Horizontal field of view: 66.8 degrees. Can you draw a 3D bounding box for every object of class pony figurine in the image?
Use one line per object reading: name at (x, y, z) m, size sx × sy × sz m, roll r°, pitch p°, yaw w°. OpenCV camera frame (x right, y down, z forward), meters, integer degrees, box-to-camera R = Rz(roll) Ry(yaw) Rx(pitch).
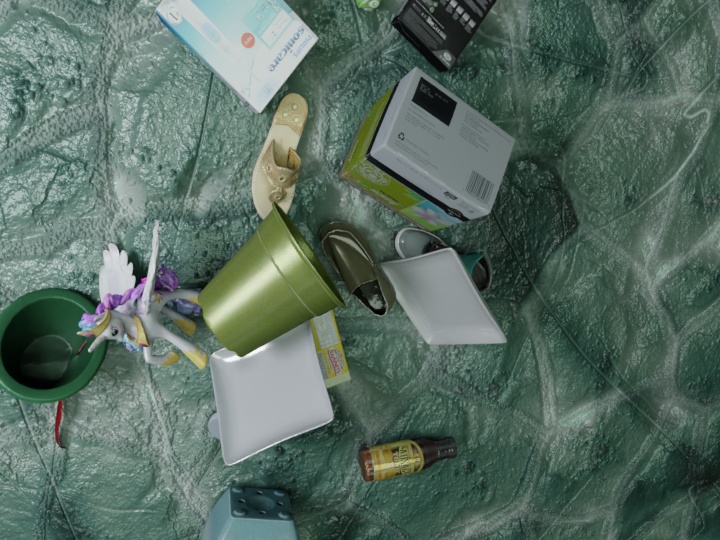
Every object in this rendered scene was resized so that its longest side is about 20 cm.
pony figurine at (-0.327, 0.050, 0.848) m, size 0.163 × 0.199 × 0.198 m, roll -21°, pitch 148°, yaw 34°

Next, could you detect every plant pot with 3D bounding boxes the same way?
plant pot at (-0.195, 0.512, 0.978) m, size 0.189 × 0.196 × 0.207 m, roll 11°, pitch 92°, yaw -16°
plant pot at (-0.151, 0.032, 0.873) m, size 0.188 × 0.200 × 0.202 m, roll -36°, pitch 109°, yaw 1°

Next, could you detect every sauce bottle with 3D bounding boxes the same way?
sauce bottle at (0.095, 0.366, 1.079) m, size 0.193 × 0.066 × 0.068 m, roll -9°, pitch 105°, yaw -13°

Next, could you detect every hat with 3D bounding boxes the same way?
hat at (-0.514, 0.154, 0.899) m, size 0.162 × 0.176 × 0.205 m, roll 27°, pitch 58°, yaw -16°

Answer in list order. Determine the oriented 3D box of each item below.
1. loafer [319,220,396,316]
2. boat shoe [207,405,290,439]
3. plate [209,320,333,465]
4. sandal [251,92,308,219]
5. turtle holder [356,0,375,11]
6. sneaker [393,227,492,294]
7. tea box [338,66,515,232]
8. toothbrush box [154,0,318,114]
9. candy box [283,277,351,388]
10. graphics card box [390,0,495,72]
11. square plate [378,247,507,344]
loafer at (0.000, 0.000, 0.957) m, size 0.074 × 0.070 × 0.201 m, roll -34°, pitch 110°, yaw 17°
boat shoe at (-0.176, 0.244, 0.977) m, size 0.196 × 0.087 × 0.076 m, roll -18°, pitch 116°, yaw 17°
plate at (-0.151, 0.197, 0.919) m, size 0.195 × 0.204 × 0.033 m, roll -23°, pitch 148°, yaw 4°
sandal at (-0.129, -0.180, 0.891) m, size 0.075 × 0.070 × 0.219 m, roll 12°, pitch 100°, yaw -16°
turtle holder at (0.057, -0.501, 0.830) m, size 0.130 × 0.140 × 0.190 m, roll 29°, pitch 86°, yaw -35°
sneaker at (0.159, -0.014, 0.970) m, size 0.196 × 0.120 × 0.086 m, roll 28°, pitch 82°, yaw -19°
tea box at (0.099, -0.177, 0.871) m, size 0.196 × 0.196 × 0.137 m, roll 28°, pitch 77°, yaw -17°
toothbrush box at (-0.184, -0.364, 0.827) m, size 0.199 × 0.085 × 0.147 m, roll 42°, pitch 90°, yaw -20°
candy box at (-0.088, 0.121, 0.994) m, size 0.099 × 0.026 × 0.207 m, roll -17°, pitch 106°, yaw -11°
graphics card box at (0.156, -0.456, 0.910) m, size 0.124 × 0.051 × 0.203 m, roll 34°, pitch 92°, yaw -19°
square plate at (0.141, 0.048, 0.964) m, size 0.029 × 0.197 × 0.200 m, roll -47°, pitch 112°, yaw -32°
